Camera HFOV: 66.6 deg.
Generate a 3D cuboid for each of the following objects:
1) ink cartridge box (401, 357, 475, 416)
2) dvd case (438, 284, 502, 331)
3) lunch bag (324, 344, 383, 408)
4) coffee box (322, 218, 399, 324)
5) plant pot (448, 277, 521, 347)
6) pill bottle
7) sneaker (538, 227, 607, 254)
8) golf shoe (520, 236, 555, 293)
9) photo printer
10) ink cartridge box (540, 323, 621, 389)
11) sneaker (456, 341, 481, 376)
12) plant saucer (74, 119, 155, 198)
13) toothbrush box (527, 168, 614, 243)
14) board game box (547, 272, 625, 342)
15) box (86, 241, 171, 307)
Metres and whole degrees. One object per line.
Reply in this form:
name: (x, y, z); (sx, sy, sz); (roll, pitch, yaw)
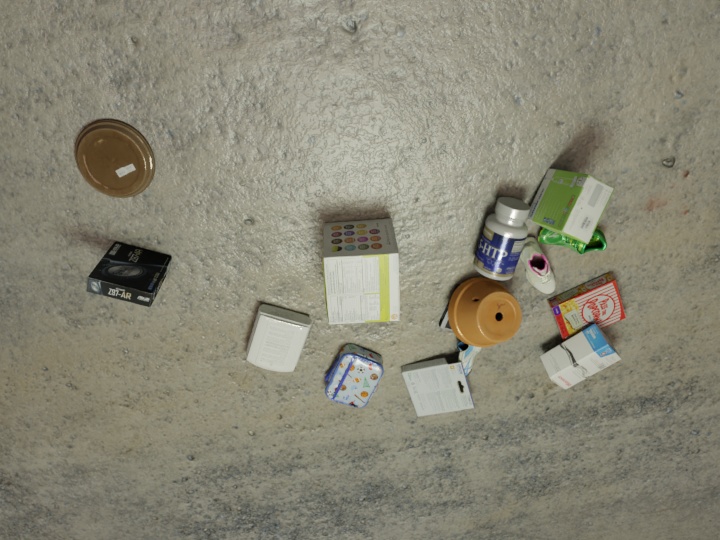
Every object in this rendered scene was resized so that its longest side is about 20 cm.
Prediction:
ink cartridge box: (0.251, 0.373, 1.761); (0.196, 0.044, 0.199); (-13, 118, 14)
dvd case: (0.354, 0.132, 1.663); (0.196, 0.025, 0.153); (14, 116, -12)
lunch bag: (-0.025, 0.337, 1.723); (0.157, 0.076, 0.203); (21, 114, -12)
coffee box: (0.000, 0.000, 1.468); (0.193, 0.201, 0.204); (-4, 120, -1)
plant pot: (0.362, 0.124, 1.549); (0.195, 0.140, 0.205); (0, 92, -11)
pill bottle: (0.387, -0.089, 1.490); (0.117, 0.120, 0.204); (7, 118, -7)
sneaker: (0.593, -0.093, 1.522); (0.195, 0.084, 0.076); (3, 119, -5)
golf shoe: (0.510, 0.002, 1.565); (0.075, 0.092, 0.201); (-31, 117, 12)
photo printer: (-0.249, 0.213, 1.641); (0.163, 0.070, 0.203); (15, 117, -12)
ink cartridge box: (0.677, 0.269, 1.691); (0.199, 0.085, 0.144); (-36, 137, 20)
sneaker: (0.325, 0.259, 1.698); (0.071, 0.072, 0.203); (16, 131, 5)
plant saucer: (-0.619, -0.275, 1.377); (0.195, 0.030, 0.204); (-2, 118, -4)
toothbrush box: (0.525, -0.168, 1.393); (0.085, 0.200, 0.148); (21, 99, -15)
board game box: (0.686, 0.116, 1.663); (0.197, 0.047, 0.153); (-26, 117, 10)
box: (-0.597, 0.006, 1.433); (0.157, 0.201, 0.044); (16, 117, -11)
